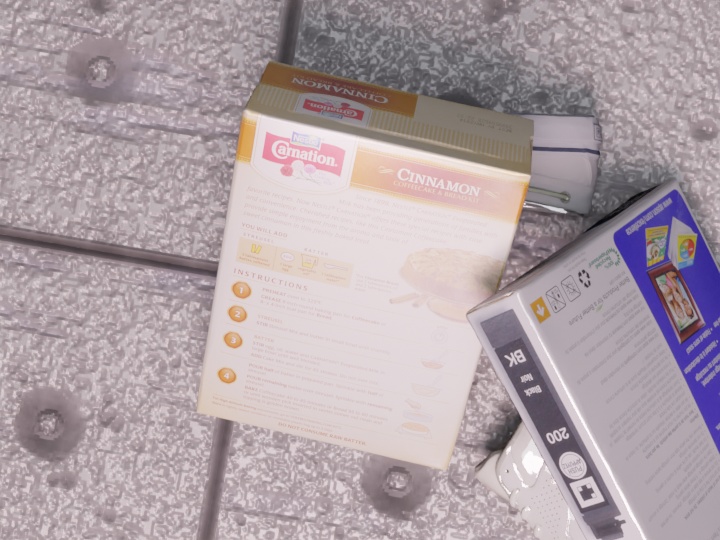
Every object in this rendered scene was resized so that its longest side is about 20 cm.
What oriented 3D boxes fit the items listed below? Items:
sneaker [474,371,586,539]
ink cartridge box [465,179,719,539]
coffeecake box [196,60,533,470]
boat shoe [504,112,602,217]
[{"bbox_3d":[0.121,0.136,0.834,0.099,0.078,0.201,-7,85,8],"label":"sneaker"},{"bbox_3d":[0.167,0.070,0.772,0.043,0.198,0.200,-28,91,42],"label":"ink cartridge box"},{"bbox_3d":[0.000,0.000,0.780,0.153,0.073,0.200,13,121,1],"label":"coffeecake box"},{"bbox_3d":[0.045,-0.060,0.813,0.199,0.074,0.067,0,89,0],"label":"boat shoe"}]
